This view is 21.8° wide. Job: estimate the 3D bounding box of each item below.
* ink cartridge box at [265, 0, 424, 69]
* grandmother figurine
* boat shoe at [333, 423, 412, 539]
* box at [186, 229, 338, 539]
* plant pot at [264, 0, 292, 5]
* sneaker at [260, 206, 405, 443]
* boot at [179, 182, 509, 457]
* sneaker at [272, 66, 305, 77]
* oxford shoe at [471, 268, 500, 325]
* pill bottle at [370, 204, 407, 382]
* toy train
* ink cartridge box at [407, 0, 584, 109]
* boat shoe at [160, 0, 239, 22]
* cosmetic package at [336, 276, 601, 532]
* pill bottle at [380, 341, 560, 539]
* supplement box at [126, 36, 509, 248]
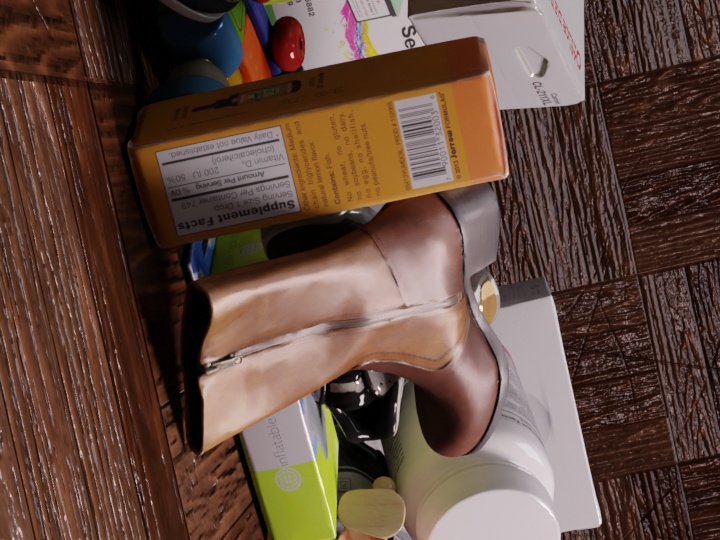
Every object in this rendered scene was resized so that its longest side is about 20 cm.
[{"bbox_3d":[-0.004,-0.195,1.414,0.084,0.198,0.146,-93,168,-58],"label":"ink cartridge box"},{"bbox_3d":[0.002,0.203,1.274,0.122,0.060,0.200,-57,169,-11],"label":"grandmother figurine"},{"bbox_3d":[0.005,0.163,1.390,0.200,0.071,0.072,60,23,-65],"label":"boat shoe"},{"bbox_3d":[-0.057,0.056,1.166,0.122,0.047,0.202,-90,167,-65],"label":"box"},{"bbox_3d":[-0.051,-0.269,1.200,0.182,0.198,0.201,-56,136,-73],"label":"plant pot"},{"bbox_3d":[-0.006,0.034,1.113,0.200,0.075,0.088,63,21,-56],"label":"sneaker"},{"bbox_3d":[-0.006,0.057,1.033,0.068,0.199,0.190,36,-42,36],"label":"boot"},{"bbox_3d":[-0.057,-0.078,1.306,0.200,0.073,0.081,-86,167,-63],"label":"sneaker"},{"bbox_3d":[0.054,0.000,1.382,0.200,0.057,0.076,-128,-147,-65],"label":"oxford shoe"},{"bbox_3d":[0.000,0.000,1.250,0.201,0.108,0.110,103,-18,-55],"label":"pill bottle"},{"bbox_3d":[-0.079,-0.101,1.149,0.200,0.084,0.117,68,22,-58],"label":"toy train"},{"bbox_3d":[0.087,-0.219,1.173,0.146,0.082,0.202,48,41,-63],"label":"ink cartridge box"},{"bbox_3d":[-0.105,-0.211,0.985,0.200,0.060,0.074,55,33,-41],"label":"boat shoe"},{"bbox_3d":[0.085,0.129,1.597,0.123,0.198,0.201,-70,148,-83],"label":"cosmetic package"},{"bbox_3d":[0.075,0.134,1.330,0.201,0.112,0.114,-104,178,-58],"label":"pill bottle"},{"bbox_3d":[-0.022,-0.070,1.018,0.067,0.198,0.069,-88,168,-66],"label":"supplement box"}]
